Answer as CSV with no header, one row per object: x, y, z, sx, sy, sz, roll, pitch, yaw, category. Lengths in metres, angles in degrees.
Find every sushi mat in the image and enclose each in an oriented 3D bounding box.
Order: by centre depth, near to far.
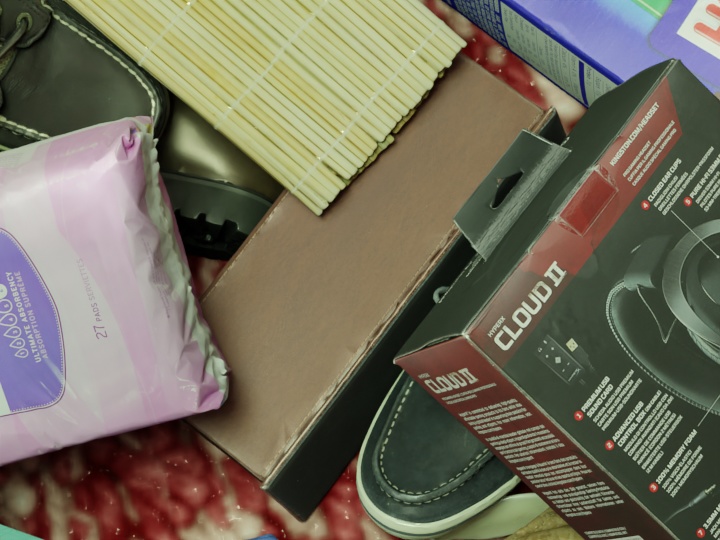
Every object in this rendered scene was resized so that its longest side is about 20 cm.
-0.059,-0.120,1.021,0.200,0.012,0.096,40,90,-10,sushi mat

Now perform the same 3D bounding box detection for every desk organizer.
0.000,0.000,1.069,0.077,0.072,0.200,36,84,20,desk organizer

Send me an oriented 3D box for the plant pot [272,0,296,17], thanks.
-0.034,-0.203,1.100,0.140,0.141,0.202,17,88,15,plant pot

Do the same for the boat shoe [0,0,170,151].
-0.170,-0.096,1.027,0.199,0.065,0.074,24,95,-12,boat shoe

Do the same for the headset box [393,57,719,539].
0.123,0.029,0.976,0.200,0.077,0.149,42,69,-9,headset box

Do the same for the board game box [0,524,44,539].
-0.217,0.176,0.972,0.151,0.045,0.202,18,104,17,board game box

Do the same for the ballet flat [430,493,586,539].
0.038,0.138,1.022,0.199,0.068,0.072,-30,49,-9,ballet flat

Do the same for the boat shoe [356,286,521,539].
0.066,0.025,1.039,0.074,0.062,0.200,35,76,28,boat shoe

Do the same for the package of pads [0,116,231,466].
-0.161,0.019,1.006,0.198,0.076,0.121,-15,101,9,package of pads

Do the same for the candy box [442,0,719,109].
0.140,-0.150,1.079,0.200,0.077,0.169,38,84,16,candy box

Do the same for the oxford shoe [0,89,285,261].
-0.124,-0.068,1.114,0.198,0.073,0.085,15,76,2,oxford shoe

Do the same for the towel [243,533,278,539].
-0.044,0.207,0.995,0.024,0.144,0.201,-39,68,39,towel
